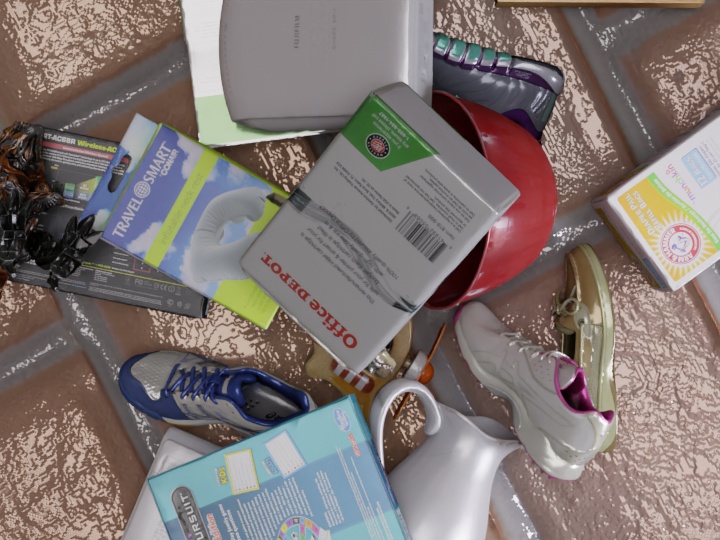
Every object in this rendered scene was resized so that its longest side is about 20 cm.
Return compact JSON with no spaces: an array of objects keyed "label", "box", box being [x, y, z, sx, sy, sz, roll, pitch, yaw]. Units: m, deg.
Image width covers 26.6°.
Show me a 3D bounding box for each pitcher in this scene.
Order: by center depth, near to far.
[{"label":"pitcher","box":[0.050,0.212,1.423,0.171,0.121,0.201,29,86,-27]}]

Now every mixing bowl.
[{"label":"mixing bowl","box":[0.112,-0.065,1.411,0.108,0.200,0.202,-2,91,-27]}]

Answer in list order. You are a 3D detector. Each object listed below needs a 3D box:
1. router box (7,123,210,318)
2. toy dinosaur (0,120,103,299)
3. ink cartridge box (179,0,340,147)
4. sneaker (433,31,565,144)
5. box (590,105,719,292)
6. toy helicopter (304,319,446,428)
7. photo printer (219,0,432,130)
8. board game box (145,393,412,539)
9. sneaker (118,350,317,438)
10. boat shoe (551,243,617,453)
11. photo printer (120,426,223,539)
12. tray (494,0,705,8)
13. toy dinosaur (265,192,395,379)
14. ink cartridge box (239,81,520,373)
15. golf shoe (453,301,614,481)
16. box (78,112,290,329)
[{"label":"router box","box":[-0.230,-0.046,1.458,0.199,0.062,0.151,12,92,0]},{"label":"toy dinosaur","box":[-0.312,-0.033,1.384,0.102,0.135,0.202,-10,102,-39]},{"label":"ink cartridge box","box":[-0.096,-0.224,1.464,0.144,0.048,0.202,-7,92,0]},{"label":"sneaker","box":[0.091,-0.176,1.454,0.199,0.074,0.088,15,98,0]},{"label":"box","box":[0.333,-0.080,1.438,0.199,0.101,0.113,-35,90,0]},{"label":"toy helicopter","box":[0.011,0.110,1.462,0.131,0.079,0.201,5,104,2]},{"label":"photo printer","box":[-0.035,-0.211,1.375,0.199,0.069,0.168,1,88,22]},{"label":"board game box","box":[-0.070,0.217,1.361,0.199,0.047,0.152,-22,85,4]},{"label":"sneaker","box":[-0.132,0.110,1.436,0.199,0.088,0.076,14,65,1]},{"label":"boat shoe","box":[0.206,0.076,1.457,0.063,0.073,0.202,-4,98,-5]},{"label":"photo printer","box":[-0.124,0.263,1.458,0.199,0.069,0.167,22,91,-1]},{"label":"tray","box":[0.230,-0.305,1.469,0.198,0.037,0.099,1,90,-1]},{"label":"toy dinosaur","box":[0.000,0.000,1.385,0.088,0.047,0.201,-29,94,-2]},{"label":"ink cartridge box","box":[0.014,-0.036,1.296,0.147,0.083,0.200,44,115,5]},{"label":"golf shoe","box":[0.164,0.096,1.425,0.092,0.075,0.200,-50,62,31]},{"label":"box","box":[-0.145,-0.047,1.402,0.199,0.048,0.122,29,88,-9]}]
